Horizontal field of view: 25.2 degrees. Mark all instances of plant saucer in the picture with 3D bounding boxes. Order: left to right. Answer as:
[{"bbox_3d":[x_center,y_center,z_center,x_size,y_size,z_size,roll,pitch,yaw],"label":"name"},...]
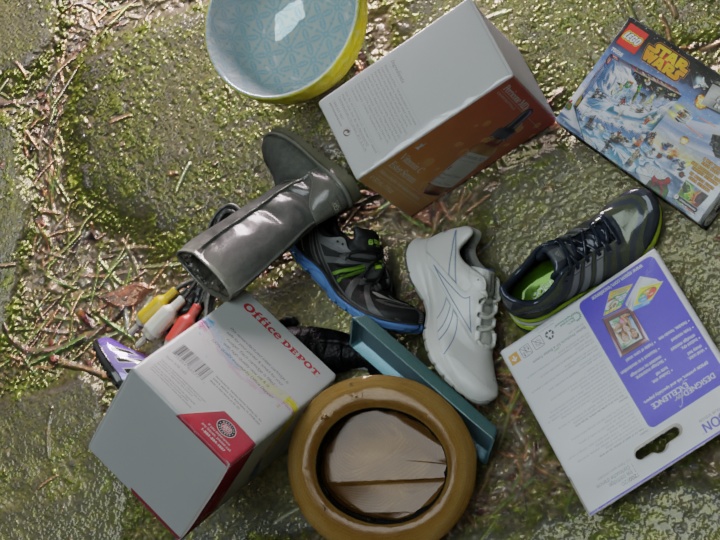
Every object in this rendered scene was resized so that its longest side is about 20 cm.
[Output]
[{"bbox_3d":[0.067,0.122,1.696,0.200,0.070,0.019,41,67,17],"label":"plant saucer"}]

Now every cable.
[{"bbox_3d":[-0.186,0.017,1.864,0.097,0.050,0.201,35,94,35],"label":"cable"}]

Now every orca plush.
[{"bbox_3d":[-0.069,0.102,1.777,0.198,0.071,0.106,10,81,27],"label":"orca plush"}]

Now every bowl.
[{"bbox_3d":[-0.068,-0.276,1.850,0.198,0.107,0.203,-7,74,24],"label":"bowl"}]

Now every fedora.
[{"bbox_3d":[0.025,0.202,1.689,0.198,0.082,0.203,0,89,10],"label":"fedora"}]

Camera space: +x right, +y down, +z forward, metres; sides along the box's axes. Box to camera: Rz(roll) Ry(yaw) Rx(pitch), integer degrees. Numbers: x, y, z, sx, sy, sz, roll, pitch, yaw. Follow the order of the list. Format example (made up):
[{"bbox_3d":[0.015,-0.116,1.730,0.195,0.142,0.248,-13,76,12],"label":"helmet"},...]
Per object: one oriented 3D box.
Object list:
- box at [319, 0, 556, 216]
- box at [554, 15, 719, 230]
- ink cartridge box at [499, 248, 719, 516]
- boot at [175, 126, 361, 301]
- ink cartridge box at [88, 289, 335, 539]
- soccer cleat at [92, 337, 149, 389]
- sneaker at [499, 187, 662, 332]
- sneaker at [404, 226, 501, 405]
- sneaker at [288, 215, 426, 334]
[{"bbox_3d":[0.084,-0.170,1.727,0.199,0.152,0.107,-33,65,15],"label":"box"},{"bbox_3d":[0.319,-0.155,1.675,0.200,0.040,0.137,40,97,28],"label":"box"},{"bbox_3d":[0.268,0.115,1.629,0.197,0.043,0.201,-34,63,14],"label":"ink cartridge box"},{"bbox_3d":[-0.119,-0.063,1.784,0.200,0.073,0.181,-40,39,-14],"label":"boot"},{"bbox_3d":[-0.154,0.148,1.698,0.145,0.200,0.145,43,131,11],"label":"ink cartridge box"},{"bbox_3d":[-0.230,0.135,1.855,0.073,0.068,0.200,-45,64,-7],"label":"soccer cleat"},{"bbox_3d":[0.226,-0.012,1.659,0.200,0.081,0.074,-42,65,11],"label":"sneaker"},{"bbox_3d":[0.110,0.043,1.699,0.087,0.074,0.202,-27,68,27],"label":"sneaker"},{"bbox_3d":[0.000,0.000,1.770,0.199,0.071,0.083,43,103,30],"label":"sneaker"}]
